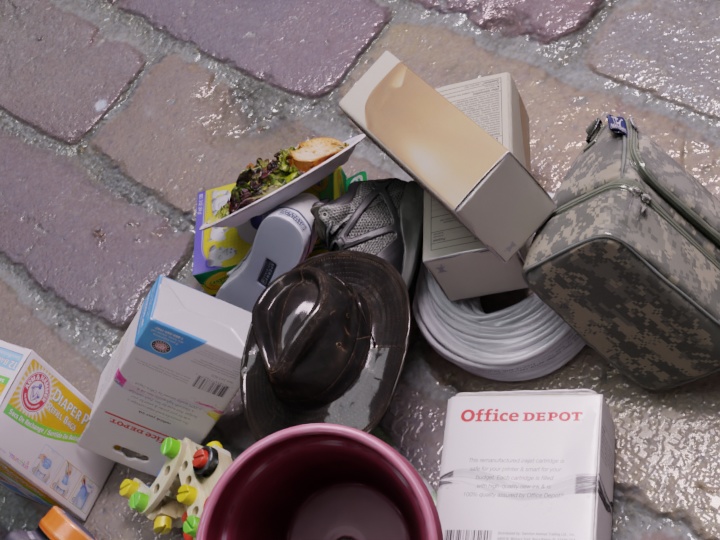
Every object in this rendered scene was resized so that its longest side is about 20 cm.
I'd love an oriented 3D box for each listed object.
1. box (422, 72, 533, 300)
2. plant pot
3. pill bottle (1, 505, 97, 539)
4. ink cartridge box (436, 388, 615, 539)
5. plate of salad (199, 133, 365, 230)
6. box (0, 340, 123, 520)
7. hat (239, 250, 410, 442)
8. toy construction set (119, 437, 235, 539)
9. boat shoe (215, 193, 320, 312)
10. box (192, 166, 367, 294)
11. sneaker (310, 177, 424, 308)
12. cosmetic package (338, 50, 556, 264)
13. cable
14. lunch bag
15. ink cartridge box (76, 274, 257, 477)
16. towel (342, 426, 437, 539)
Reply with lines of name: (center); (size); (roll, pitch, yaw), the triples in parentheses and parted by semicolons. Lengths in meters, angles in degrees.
box: (0.114, -0.081, 1.283); (0.094, 0.078, 0.203); (-9, 57, 20)
plant pot: (-0.022, 0.234, 1.116); (0.197, 0.179, 0.204); (-2, 80, 9)
pill bottle: (-0.336, 0.329, 1.297); (0.106, 0.107, 0.201); (31, 75, 36)
ink cartridge box: (0.144, 0.214, 1.163); (0.145, 0.083, 0.203); (-3, 59, 22)
plate of salad: (-0.085, -0.099, 1.372); (0.198, 0.048, 0.200); (-30, 9, 5)
box: (-0.343, 0.157, 1.350); (0.111, 0.201, 0.102); (13, 65, 30)
hat: (-0.048, 0.059, 1.182); (0.198, 0.081, 0.203); (-14, 58, 24)
toy construction set: (-0.156, 0.242, 1.270); (0.131, 0.092, 0.201); (-47, 50, 17)
boat shoe: (-0.088, -0.009, 1.382); (0.074, 0.203, 0.086); (34, 44, 6)
box: (-0.086, -0.052, 1.466); (0.197, 0.049, 0.119); (-13, 54, 15)
sneaker: (0.000, 0.000, 1.283); (0.112, 0.076, 0.202); (8, 68, 8)
cosmetic package: (0.076, -0.104, 1.194); (0.071, 0.105, 0.200); (-47, 48, 3)
cable: (0.145, 0.012, 1.305); (0.197, 0.069, 0.202); (6, 63, 27)
lunch bag: (0.258, -0.022, 1.188); (0.139, 0.199, 0.169); (-34, 23, 50)
ink cartridge box: (-0.192, 0.111, 1.322); (0.201, 0.114, 0.068); (-53, 21, 35)
towel: (-0.018, 0.220, 1.269); (0.149, 0.031, 0.200); (-44, 52, -6)
